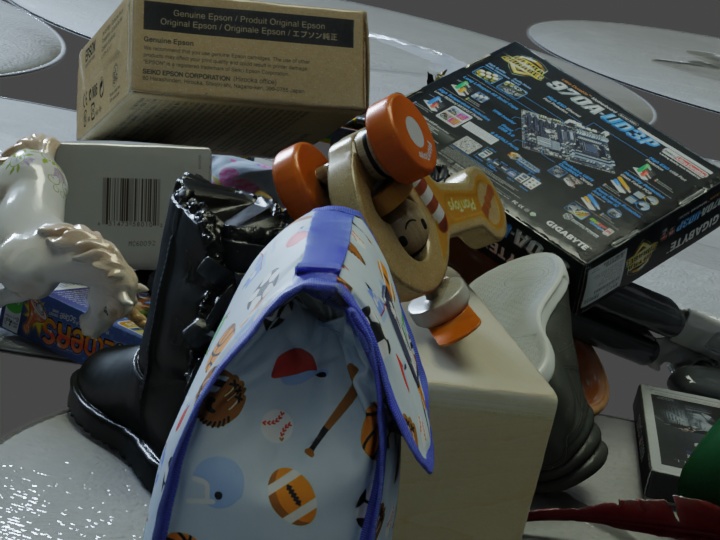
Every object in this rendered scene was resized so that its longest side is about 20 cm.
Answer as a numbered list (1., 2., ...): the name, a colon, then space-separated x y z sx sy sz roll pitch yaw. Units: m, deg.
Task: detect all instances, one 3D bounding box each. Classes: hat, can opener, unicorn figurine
1. hat: 0.206 0.151 1.528 0.200 0.176 0.166 51 13 -7
2. can opener: 0.200 0.049 1.772 0.200 0.053 0.067 21 27 -41
3. unicorn figurine: -0.202 -0.010 1.590 0.074 0.137 0.201 36 30 -52

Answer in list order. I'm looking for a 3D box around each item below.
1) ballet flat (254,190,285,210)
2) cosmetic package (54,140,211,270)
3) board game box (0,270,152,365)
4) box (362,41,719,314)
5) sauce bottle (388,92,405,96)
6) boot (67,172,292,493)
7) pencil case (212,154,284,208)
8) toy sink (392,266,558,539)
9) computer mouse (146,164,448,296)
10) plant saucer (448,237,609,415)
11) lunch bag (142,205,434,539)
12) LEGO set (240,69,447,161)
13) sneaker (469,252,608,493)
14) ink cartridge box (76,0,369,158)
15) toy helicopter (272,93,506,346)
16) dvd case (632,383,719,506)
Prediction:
1. ballet flat: 0.000 0.000 1.771 0.199 0.063 0.069 22 -6 -31
2. cosmetic package: -0.166 -0.045 1.755 0.107 0.085 0.200 1 1 -11
3. board game box: -0.114 0.035 1.683 0.135 0.035 0.200 22 16 36
4. box: 0.122 -0.066 1.750 0.200 0.046 0.159 35 44 28
5. sauce bottle: 0.089 -0.047 1.826 0.200 0.066 0.066 33 17 8
6. boot: -0.100 0.027 1.455 0.073 0.163 0.198 4 15 -24
7. pencil case: -0.045 -0.030 1.892 0.199 0.091 0.083 16 -28 23
8. toy sink: 0.008 0.075 1.466 0.130 0.113 0.200 7 19 -20
9. computer mouse: -0.033 -0.005 1.614 0.199 0.053 0.139 -20 12 4
10. plant saucer: 0.076 0.033 1.714 0.200 0.037 0.200 35 21 -16
11. lunch bag: -0.029 0.080 1.219 0.123 0.201 0.170 12 12 -1
12. LEGO set: -0.010 -0.077 1.981 0.199 0.155 0.116 5 19 28
13. sneaker: 0.106 0.065 1.592 0.070 0.100 0.200 -18 23 12
14. ink cartridge box: -0.099 -0.131 1.802 0.164 0.076 0.200 3 -8 -17
15. toy helicopter: 0.040 -0.022 1.445 0.079 0.133 0.200 -26 -7 24
16. dvd case: 0.251 0.122 1.673 0.150 0.025 0.200 12 13 1
